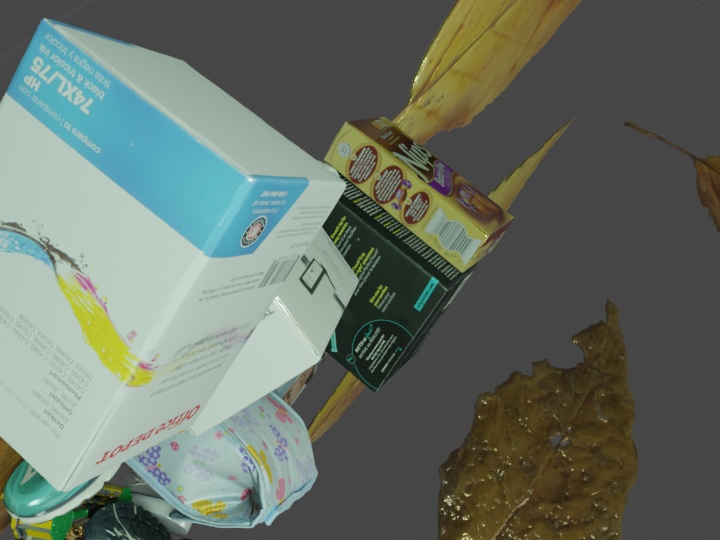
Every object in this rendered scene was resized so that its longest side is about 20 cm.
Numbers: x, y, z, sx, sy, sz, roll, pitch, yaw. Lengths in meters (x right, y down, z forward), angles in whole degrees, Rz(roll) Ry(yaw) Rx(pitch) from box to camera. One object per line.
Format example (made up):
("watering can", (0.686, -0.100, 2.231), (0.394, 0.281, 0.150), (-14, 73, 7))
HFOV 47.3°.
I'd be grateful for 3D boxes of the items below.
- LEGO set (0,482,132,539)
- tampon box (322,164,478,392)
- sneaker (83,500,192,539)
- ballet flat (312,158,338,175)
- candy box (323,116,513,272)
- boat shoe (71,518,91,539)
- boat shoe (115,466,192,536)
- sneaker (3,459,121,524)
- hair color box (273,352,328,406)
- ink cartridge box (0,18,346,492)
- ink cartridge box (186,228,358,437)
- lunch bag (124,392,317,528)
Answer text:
("LEGO set", (-0.312, 0.266, 0.781), (0.200, 0.114, 0.156), (11, 86, -81))
("tampon box", (0.000, 0.000, 0.918), (0.151, 0.199, 0.126), (-56, 168, 24))
("sneaker", (-0.215, 0.300, 0.806), (0.086, 0.078, 0.201), (-35, 136, -3))
("ballet flat", (-0.100, -0.043, 0.736), (0.200, 0.069, 0.070), (-40, 163, -35))
("candy box", (0.067, -0.091, 0.917), (0.057, 0.199, 0.117), (-57, 168, 24))
("boat shoe", (-0.351, 0.357, 0.890), (0.200, 0.072, 0.073), (-40, 163, -48))
("boat shoe", (-0.236, 0.250, 0.931), (0.199, 0.073, 0.066), (-9, -133, 53))
("sneaker", (-0.239, 0.128, 0.725), (0.200, 0.077, 0.080), (-52, 150, -32))
("hair color box", (-0.098, 0.128, 1.104), (0.201, 0.060, 0.099), (-52, 168, -32))
("ink cartridge box", (-0.136, -0.010, 0.485), (0.201, 0.145, 0.147), (-56, 169, 14))
("ink cartridge box", (-0.094, 0.047, 0.763), (0.145, 0.085, 0.200), (-33, -170, 18))
("lunch bag", (-0.149, 0.184, 0.869), (0.128, 0.199, 0.169), (-55, 169, 10))
